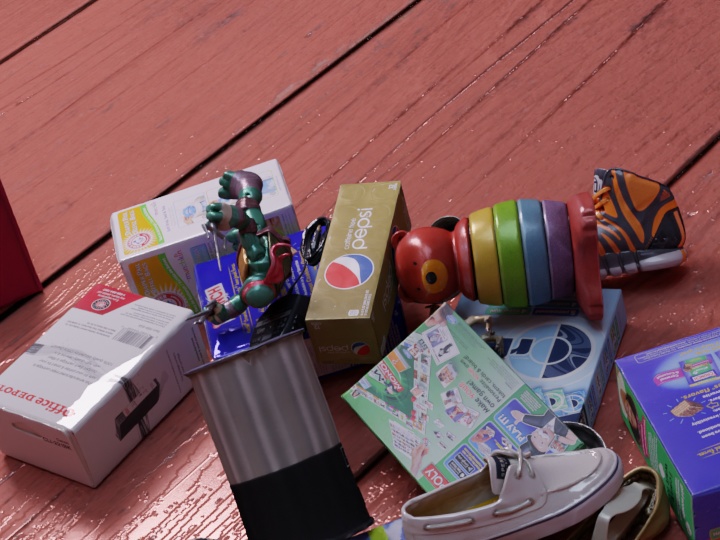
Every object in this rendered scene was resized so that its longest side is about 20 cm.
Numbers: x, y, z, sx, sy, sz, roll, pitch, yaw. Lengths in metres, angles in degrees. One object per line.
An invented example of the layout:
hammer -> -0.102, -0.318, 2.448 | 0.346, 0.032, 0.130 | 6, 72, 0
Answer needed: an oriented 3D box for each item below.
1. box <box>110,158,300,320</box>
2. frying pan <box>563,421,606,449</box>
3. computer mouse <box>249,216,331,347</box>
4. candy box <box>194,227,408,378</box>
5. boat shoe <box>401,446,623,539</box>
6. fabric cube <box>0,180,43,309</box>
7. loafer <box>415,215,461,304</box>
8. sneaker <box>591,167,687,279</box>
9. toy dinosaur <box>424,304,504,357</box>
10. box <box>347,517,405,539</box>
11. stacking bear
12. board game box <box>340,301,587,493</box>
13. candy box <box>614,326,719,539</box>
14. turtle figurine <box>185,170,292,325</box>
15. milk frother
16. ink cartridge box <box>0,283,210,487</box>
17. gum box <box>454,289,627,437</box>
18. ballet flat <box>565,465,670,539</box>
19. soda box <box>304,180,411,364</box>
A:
box -> -0.164, -0.025, 1.992 | 0.199, 0.113, 0.102 | -18, 36, -2
frying pan -> 0.140, 0.198, 1.631 | 0.189, 0.031, 0.115 | -19, 42, 23
computer mouse -> -0.060, 0.024, 1.798 | 0.058, 0.034, 0.201 | -20, 36, 42
candy box -> -0.063, 0.038, 1.881 | 0.199, 0.077, 0.170 | -16, 38, -2
boat shoe -> 0.128, 0.187, 1.528 | 0.199, 0.070, 0.071 | -21, 26, -2
fabric cube -> -0.518, -0.048, 2.094 | 0.198, 0.197, 0.200 | -26, 35, -18
loafer -> 0.105, -0.026, 1.895 | 0.069, 0.070, 0.200 | 3, 21, 26
sneaker -> 0.232, -0.046, 1.851 | 0.198, 0.113, 0.078 | -10, 1, -3
toy dinosaur -> 0.084, 0.071, 1.733 | 0.100, 0.058, 0.201 | -10, 35, 16
box -> 0.012, 0.283, 1.553 | 0.199, 0.048, 0.122 | -21, 35, -6
stacking bear -> 0.131, -0.012, 1.762 | 0.198, 0.122, 0.114 | -6, 22, 4
board game box -> 0.093, 0.140, 1.635 | 0.134, 0.029, 0.200 | -41, 59, -3
candy box -> 0.338, 0.139, 1.597 | 0.168, 0.077, 0.200 | -17, 34, -3
turtle figurine -> -0.116, -0.010, 1.787 | 0.100, 0.151, 0.200 | 8, 31, -6
milk frother -> -0.120, 0.177, 1.610 | 0.199, 0.189, 0.180 | -20, -2, -30
ink cartridge box -> -0.275, 0.117, 1.865 | 0.144, 0.084, 0.200 | 14, 44, 35
gum box -> 0.157, 0.094, 1.759 | 0.169, 0.045, 0.200 | 1, 39, 23
ballet flat -> 0.194, 0.238, 1.524 | 0.068, 0.063, 0.200 | 25, 51, 30
soda box -> 0.000, 0.000, 1.783 | 0.067, 0.064, 0.201 | -2, 42, 15
